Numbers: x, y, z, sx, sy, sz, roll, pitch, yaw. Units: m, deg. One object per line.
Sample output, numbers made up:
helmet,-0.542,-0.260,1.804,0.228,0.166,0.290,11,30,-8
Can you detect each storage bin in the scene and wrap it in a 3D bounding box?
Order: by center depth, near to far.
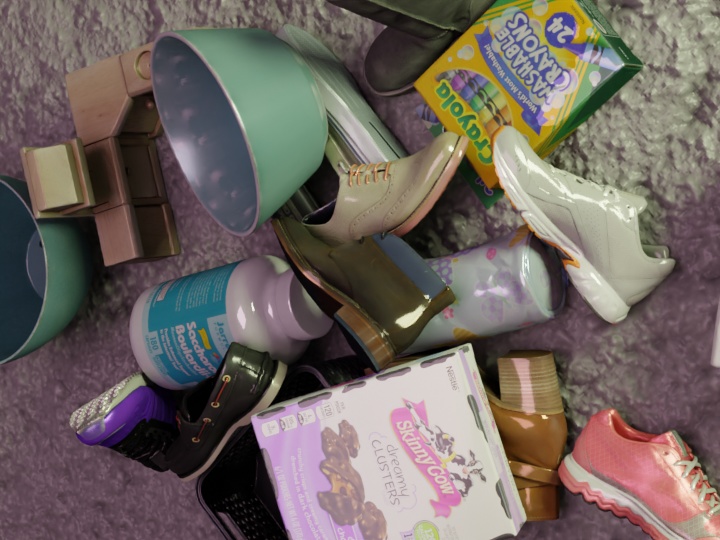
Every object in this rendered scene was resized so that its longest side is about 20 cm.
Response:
storage bin,-0.048,0.192,1.560,0.200,0.094,0.135,-48,70,24

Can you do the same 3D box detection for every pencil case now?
pencil case,0.085,0.020,1.466,0.199,0.083,0.091,-16,79,28

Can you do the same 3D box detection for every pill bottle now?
pill bottle,-0.122,0.048,1.575,0.199,0.111,0.112,-15,86,37

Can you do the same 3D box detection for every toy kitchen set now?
toy kitchen set,-0.214,-0.120,1.597,0.180,0.163,0.201,-15,86,31

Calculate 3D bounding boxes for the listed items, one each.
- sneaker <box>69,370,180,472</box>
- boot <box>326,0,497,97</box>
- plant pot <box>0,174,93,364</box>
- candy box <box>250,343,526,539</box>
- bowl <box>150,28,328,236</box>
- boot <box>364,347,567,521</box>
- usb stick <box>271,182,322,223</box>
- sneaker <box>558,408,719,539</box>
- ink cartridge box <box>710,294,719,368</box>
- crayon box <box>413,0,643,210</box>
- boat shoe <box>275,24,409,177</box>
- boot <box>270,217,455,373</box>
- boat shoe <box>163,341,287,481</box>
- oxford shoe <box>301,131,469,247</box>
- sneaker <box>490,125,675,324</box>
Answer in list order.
sneaker,-0.217,0.157,1.610,0.069,0.200,0.100,-32,90,12
boot,0.026,-0.225,1.421,0.182,0.200,0.073,-40,73,27
plant pot,-0.361,-0.004,1.711,0.199,0.134,0.202,3,95,32
candy box,0.026,0.174,1.425,0.199,0.072,0.169,-19,88,14
bowl,-0.103,-0.144,1.498,0.201,0.105,0.202,46,151,35
boot,0.097,0.152,1.490,0.199,0.077,0.156,-1,97,24
usb stick,-0.049,-0.037,1.580,0.055,0.033,0.201,-44,71,33
sneaker,0.266,0.185,1.380,0.199,0.074,0.087,27,103,26
ink cartridge box,0.373,-0.011,1.293,0.146,0.083,0.201,12,100,30
crayon box,0.137,-0.163,1.445,0.200,0.051,0.126,-44,72,27
boat shoe,-0.028,-0.144,1.536,0.062,0.072,0.200,-42,75,25
boot,0.000,0.000,1.449,0.097,0.075,0.200,-35,53,-7
boat shoe,-0.142,0.133,1.538,0.063,0.074,0.201,28,136,-13
oxford shoe,0.019,-0.069,1.466,0.074,0.071,0.200,40,126,-11
sneaker,0.192,-0.056,1.394,0.092,0.076,0.200,-37,102,15
